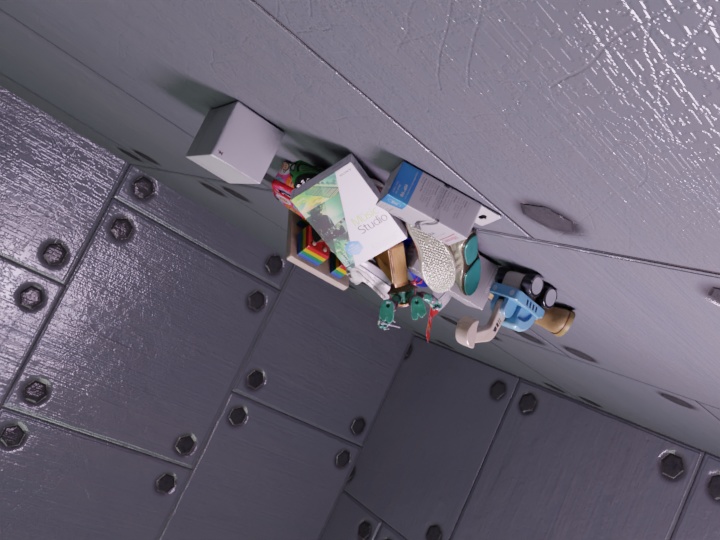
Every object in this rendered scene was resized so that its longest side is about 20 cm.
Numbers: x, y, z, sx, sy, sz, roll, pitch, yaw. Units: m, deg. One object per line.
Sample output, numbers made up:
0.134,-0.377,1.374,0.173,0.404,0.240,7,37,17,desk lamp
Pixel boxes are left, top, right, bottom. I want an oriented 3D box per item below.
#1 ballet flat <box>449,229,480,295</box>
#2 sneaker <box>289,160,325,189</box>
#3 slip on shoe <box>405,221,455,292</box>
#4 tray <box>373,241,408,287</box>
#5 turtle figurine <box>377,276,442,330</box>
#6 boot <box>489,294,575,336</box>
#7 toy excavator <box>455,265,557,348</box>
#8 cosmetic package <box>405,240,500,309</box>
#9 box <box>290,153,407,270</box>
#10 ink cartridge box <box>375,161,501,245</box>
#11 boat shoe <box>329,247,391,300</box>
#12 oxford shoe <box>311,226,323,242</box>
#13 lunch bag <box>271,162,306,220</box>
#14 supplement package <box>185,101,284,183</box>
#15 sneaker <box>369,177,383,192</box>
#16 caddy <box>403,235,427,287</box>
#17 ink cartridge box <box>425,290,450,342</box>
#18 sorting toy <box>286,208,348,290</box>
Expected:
0.210,-0.026,1.464,0.062,0.067,0.201,34,154,30,ballet flat
-0.072,-0.183,1.527,0.199,0.078,0.086,25,-147,-50,sneaker
0.139,-0.046,1.427,0.061,0.073,0.202,-96,-17,-65,slip on shoe
0.049,-0.053,1.585,0.200,0.036,0.100,-127,23,-57,tray
0.096,0.072,1.567,0.102,0.148,0.200,65,-172,0,turtle figurine
0.383,0.080,1.675,0.198,0.067,0.175,29,172,-4,boot
0.300,0.090,1.496,0.194,0.202,0.099,32,170,-40,toy excavator
0.198,-0.007,1.561,0.198,0.108,0.090,28,177,-16,cosmetic package
-0.020,-0.107,1.369,0.201,0.143,0.037,50,-157,-28,box
0.135,-0.105,1.256,0.198,0.067,0.116,28,172,-6,ink cartridge box
0.000,0.000,1.622,0.199,0.066,0.072,34,-171,-21,boat shoe
-0.041,-0.099,1.505,0.070,0.073,0.199,-6,-178,-22,oxford shoe
-0.108,-0.170,1.661,0.198,0.083,0.176,30,169,2,lunch bag
-0.257,-0.253,1.449,0.116,0.118,0.199,30,173,-27,supplement package
0.028,-0.129,1.443,0.200,0.076,0.104,38,173,-37,sneaker
0.116,-0.030,1.735,0.139,0.107,0.200,1,165,13,caddy
0.197,0.070,1.735,0.049,0.204,0.161,7,169,9,ink cartridge box
-0.093,-0.082,1.870,0.199,0.201,0.069,29,133,-33,sorting toy
